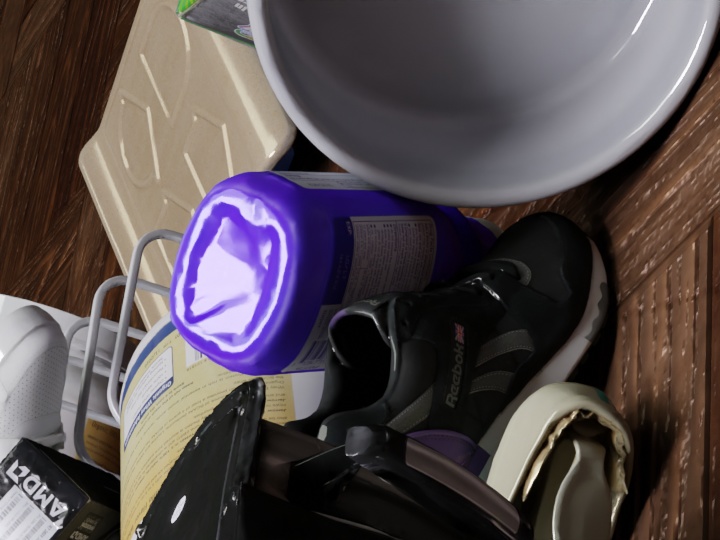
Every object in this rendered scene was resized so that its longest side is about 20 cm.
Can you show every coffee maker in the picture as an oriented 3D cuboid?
[{"bbox_3d":[0.017,0.160,0.963,0.135,0.199,0.193,-34,37,64],"label":"coffee maker"}]

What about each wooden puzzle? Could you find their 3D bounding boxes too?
[{"bbox_3d":[-0.097,-0.075,1.705,0.186,0.046,0.200,64,142,34],"label":"wooden puzzle"}]

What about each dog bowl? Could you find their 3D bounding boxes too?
[{"bbox_3d":[0.049,-0.132,1.191,0.200,0.200,0.079,-62,17,20],"label":"dog bowl"}]

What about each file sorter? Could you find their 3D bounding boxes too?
[{"bbox_3d":[-0.109,0.090,1.530,0.200,0.124,0.139,-48,28,48],"label":"file sorter"}]

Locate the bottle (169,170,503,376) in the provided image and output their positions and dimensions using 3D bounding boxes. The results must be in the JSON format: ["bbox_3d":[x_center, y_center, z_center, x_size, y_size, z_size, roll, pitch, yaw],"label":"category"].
[{"bbox_3d":[0.000,0.000,1.225,0.065,0.200,0.084,27,106,29],"label":"bottle"}]

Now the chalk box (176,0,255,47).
[{"bbox_3d":[-0.012,-0.183,1.521,0.200,0.124,0.124,-23,49,64],"label":"chalk box"}]

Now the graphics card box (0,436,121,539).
[{"bbox_3d":[-0.184,0.175,1.326,0.200,0.051,0.125,-50,-20,-1],"label":"graphics card box"}]

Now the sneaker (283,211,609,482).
[{"bbox_3d":[0.035,0.029,1.162,0.076,0.088,0.200,-20,30,42],"label":"sneaker"}]

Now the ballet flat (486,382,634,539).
[{"bbox_3d":[0.059,0.138,1.086,0.069,0.069,0.201,-6,65,70],"label":"ballet flat"}]

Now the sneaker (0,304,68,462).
[{"bbox_3d":[-0.160,0.126,1.428,0.115,0.074,0.201,32,116,26],"label":"sneaker"}]

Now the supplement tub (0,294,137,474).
[{"bbox_3d":[-0.226,0.127,1.794,0.145,0.144,0.201,-17,54,68],"label":"supplement tub"}]

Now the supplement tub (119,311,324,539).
[{"bbox_3d":[-0.035,0.111,1.257,0.145,0.144,0.200,-59,20,28],"label":"supplement tub"}]
